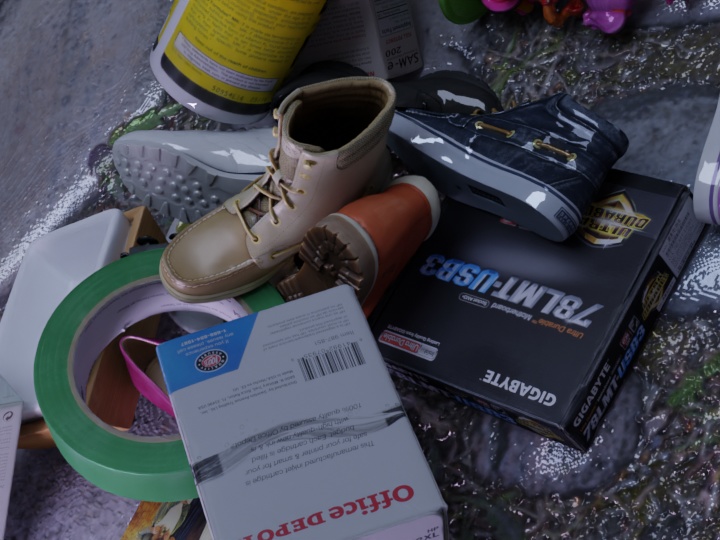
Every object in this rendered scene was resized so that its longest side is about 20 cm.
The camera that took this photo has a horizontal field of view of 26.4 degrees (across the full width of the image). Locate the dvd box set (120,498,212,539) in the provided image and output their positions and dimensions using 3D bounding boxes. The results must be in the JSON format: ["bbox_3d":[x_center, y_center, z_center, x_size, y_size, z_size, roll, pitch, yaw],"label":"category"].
[{"bbox_3d":[-0.141,0.237,1.158,0.146,0.029,0.200,11,67,49],"label":"dvd box set"}]

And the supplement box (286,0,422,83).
[{"bbox_3d":[-0.035,-0.256,1.324,0.126,0.200,0.074,-5,14,31],"label":"supplement box"}]

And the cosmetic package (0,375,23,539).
[{"bbox_3d":[-0.343,0.168,1.251,0.113,0.081,0.200,35,121,43],"label":"cosmetic package"}]

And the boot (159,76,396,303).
[{"bbox_3d":[-0.062,-0.059,1.127,0.200,0.155,0.073,-25,70,-12],"label":"boot"}]

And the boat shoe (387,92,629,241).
[{"bbox_3d":[0.105,-0.095,1.146,0.200,0.071,0.091,30,76,39],"label":"boat shoe"}]

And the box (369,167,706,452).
[{"bbox_3d":[0.125,0.011,1.133,0.200,0.050,0.199,20,72,42],"label":"box"}]

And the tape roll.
[{"bbox_3d":[-0.145,0.076,1.165,0.200,0.048,0.201,-2,56,3],"label":"tape roll"}]

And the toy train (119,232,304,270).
[{"bbox_3d":[-0.097,-0.013,1.244,0.200,0.046,0.034,-4,63,10],"label":"toy train"}]

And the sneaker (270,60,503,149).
[{"bbox_3d":[0.018,-0.122,1.243,0.200,0.076,0.091,7,21,27],"label":"sneaker"}]

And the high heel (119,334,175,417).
[{"bbox_3d":[-0.104,0.103,1.191,0.200,0.096,0.067,28,78,43],"label":"high heel"}]

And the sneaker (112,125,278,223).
[{"bbox_3d":[-0.108,-0.086,1.281,0.200,0.076,0.081,13,50,11],"label":"sneaker"}]

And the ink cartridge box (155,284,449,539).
[{"bbox_3d":[-0.040,0.124,1.032,0.145,0.084,0.200,-17,49,-8],"label":"ink cartridge box"}]

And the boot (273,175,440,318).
[{"bbox_3d":[0.000,0.000,1.170,0.107,0.200,0.075,-39,81,-29],"label":"boot"}]

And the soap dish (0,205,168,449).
[{"bbox_3d":[-0.241,0.056,1.309,0.157,0.081,0.200,-17,51,43],"label":"soap dish"}]

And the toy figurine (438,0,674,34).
[{"bbox_3d":[0.179,-0.258,1.238,0.184,0.150,0.200,35,105,34],"label":"toy figurine"}]

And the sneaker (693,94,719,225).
[{"bbox_3d":[0.314,-0.119,1.082,0.114,0.073,0.201,6,74,32],"label":"sneaker"}]

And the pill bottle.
[{"bbox_3d":[-0.084,-0.228,1.249,0.200,0.114,0.114,-58,38,32],"label":"pill bottle"}]

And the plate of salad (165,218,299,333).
[{"bbox_3d":[-0.096,-0.034,1.313,0.200,0.048,0.200,-18,52,25],"label":"plate of salad"}]
